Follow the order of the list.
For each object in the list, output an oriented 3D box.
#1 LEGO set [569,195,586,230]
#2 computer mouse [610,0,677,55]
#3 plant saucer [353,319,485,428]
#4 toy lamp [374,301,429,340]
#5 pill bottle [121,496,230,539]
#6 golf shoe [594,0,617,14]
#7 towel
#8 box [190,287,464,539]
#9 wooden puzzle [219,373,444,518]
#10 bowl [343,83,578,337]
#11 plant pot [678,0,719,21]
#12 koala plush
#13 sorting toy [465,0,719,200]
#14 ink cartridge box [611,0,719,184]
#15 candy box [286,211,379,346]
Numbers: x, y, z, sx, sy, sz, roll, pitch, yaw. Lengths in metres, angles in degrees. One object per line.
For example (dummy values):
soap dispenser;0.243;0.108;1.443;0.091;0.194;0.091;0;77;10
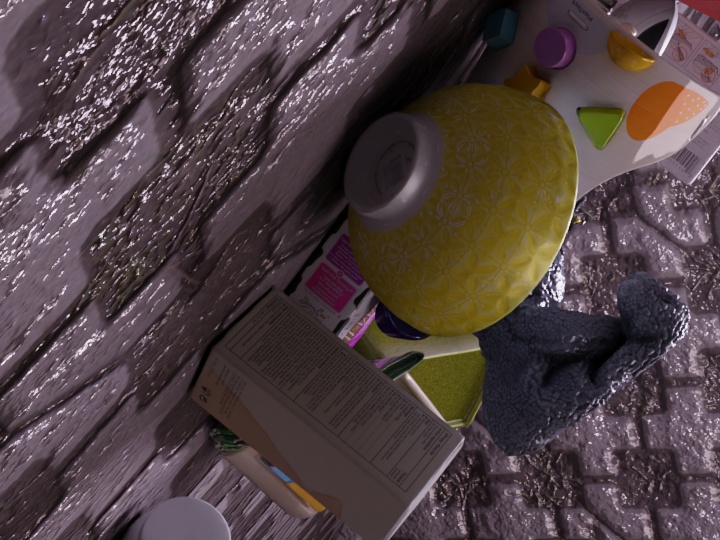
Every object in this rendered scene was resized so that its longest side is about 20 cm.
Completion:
LEGO set;0.182;-0.054;1.711;0.154;0.116;0.200;-52;-172;18
computer mouse;0.203;-0.158;1.328;0.200;0.044;0.110;-62;-162;22
plant saucer;0.061;0.110;1.560;0.199;0.048;0.200;-8;143;-25
toy lamp;0.067;0.019;1.266;0.058;0.058;0.200;-46;-173;-28
pill bottle;-0.180;0.290;1.461;0.111;0.111;0.200;-45;170;-33
golf shoe;0.177;-0.214;1.393;0.097;0.078;0.200;-40;164;3
towel;-0.046;0.116;1.399;0.152;0.023;0.200;-31;-174;-24
box;-0.027;0.118;1.241;0.095;0.200;0.078;-43;169;-41
wooden puzzle;-0.016;0.178;1.527;0.199;0.037;0.185;-26;146;7
bowl;0.052;-0.060;1.149;0.107;0.200;0.200;25;109;-37
plant pot;0.311;-0.306;1.309;0.201;0.177;0.200;-50;171;-11
koala plush;0.140;0.035;1.330;0.184;0.200;0.177;-36;176;-23
sorting toy;0.148;-0.134;1.231;0.107;0.200;0.180;6;127;-54
ink cartridge box;0.329;-0.222;1.658;0.176;0.200;0.045;-54;171;23
candy box;0.000;0.000;1.356;0.200;0.061;0.136;-54;171;14
